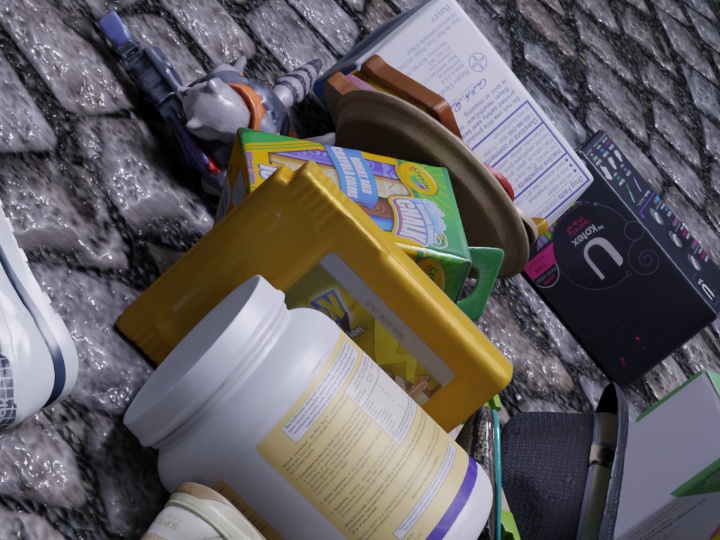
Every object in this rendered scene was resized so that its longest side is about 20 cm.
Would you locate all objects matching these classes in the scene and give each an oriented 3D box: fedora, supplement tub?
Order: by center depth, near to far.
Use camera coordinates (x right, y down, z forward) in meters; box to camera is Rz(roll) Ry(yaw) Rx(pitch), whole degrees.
[{"bbox_3d":[-0.033,0.116,1.289,0.200,0.145,0.146,45,24,-9],"label":"supplement tub"},{"bbox_3d":[0.136,0.173,1.541,0.091,0.202,0.201,11,27,3],"label":"fedora"}]

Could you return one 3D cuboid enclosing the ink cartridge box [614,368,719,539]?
[{"bbox_3d":[0.303,0.173,1.792,0.199,0.145,0.084,20,38,-49],"label":"ink cartridge box"}]

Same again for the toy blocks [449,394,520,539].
[{"bbox_3d":[0.019,0.113,1.475,0.136,0.100,0.201,17,38,-32],"label":"toy blocks"}]

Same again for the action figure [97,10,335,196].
[{"bbox_3d":[-0.100,-0.137,1.600,0.201,0.104,0.193,52,14,0],"label":"action figure"}]

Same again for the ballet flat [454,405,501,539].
[{"bbox_3d":[0.071,0.193,1.387,0.068,0.075,0.202,-101,-179,-87],"label":"ballet flat"}]

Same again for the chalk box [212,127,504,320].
[{"bbox_3d":[0.000,0.000,1.444,0.198,0.126,0.124,11,31,-13],"label":"chalk box"}]

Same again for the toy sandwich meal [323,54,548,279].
[{"bbox_3d":[0.059,-0.077,1.569,0.205,0.070,0.206,37,-21,17],"label":"toy sandwich meal"}]

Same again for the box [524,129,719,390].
[{"bbox_3d":[0.236,-0.011,1.971,0.200,0.122,0.106,49,23,0],"label":"box"}]

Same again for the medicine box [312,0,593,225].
[{"bbox_3d":[0.073,-0.114,1.749,0.200,0.103,0.182,51,-10,-8],"label":"medicine box"}]

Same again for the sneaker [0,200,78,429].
[{"bbox_3d":[-0.241,0.000,1.196,0.201,0.076,0.080,53,33,9],"label":"sneaker"}]

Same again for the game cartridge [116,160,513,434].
[{"bbox_3d":[-0.031,0.049,1.355,0.200,0.176,0.032,44,25,-11],"label":"game cartridge"}]

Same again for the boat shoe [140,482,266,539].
[{"bbox_3d":[-0.053,0.213,1.229,0.200,0.072,0.065,48,60,-16],"label":"boat shoe"}]
